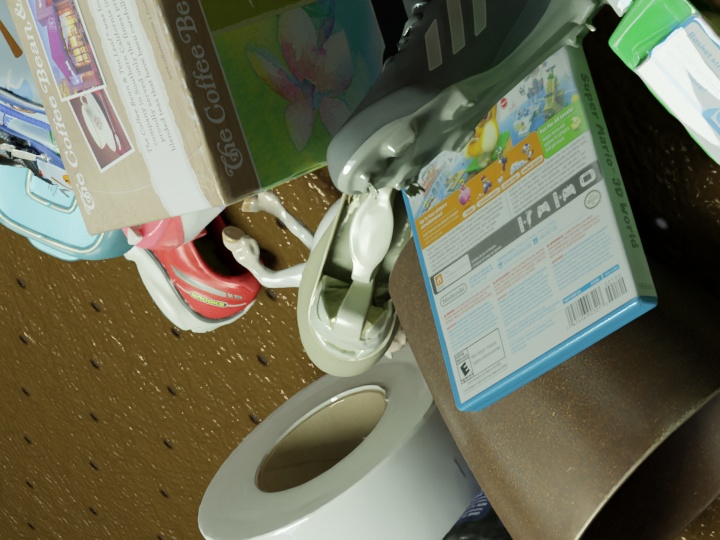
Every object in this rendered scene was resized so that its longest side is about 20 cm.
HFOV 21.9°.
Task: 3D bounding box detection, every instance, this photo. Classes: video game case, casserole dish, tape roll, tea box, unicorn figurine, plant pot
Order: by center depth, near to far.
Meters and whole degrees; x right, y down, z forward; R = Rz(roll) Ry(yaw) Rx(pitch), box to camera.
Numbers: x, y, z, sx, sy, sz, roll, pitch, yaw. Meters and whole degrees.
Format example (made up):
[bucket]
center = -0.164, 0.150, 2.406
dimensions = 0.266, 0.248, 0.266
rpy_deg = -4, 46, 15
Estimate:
[tea box]
center = -0.065, -0.147, 0.944
dimensions = 0.133, 0.196, 0.202
rpy_deg = -8, 104, 51
[video game case]
center = 0.076, -0.046, 0.977
dimensions = 0.143, 0.018, 0.202
rpy_deg = -36, 60, 45
[plant pot]
center = 0.112, 0.050, 1.055
dimensions = 0.200, 0.186, 0.188
rpy_deg = 46, 150, 24
[unicorn figurine]
center = -0.011, -0.021, 1.176
dimensions = 0.136, 0.074, 0.201
rpy_deg = 29, 140, 3
[tape roll]
center = -0.008, 0.137, 1.237
dimensions = 0.202, 0.203, 0.071
rpy_deg = -12, 118, 52
[casserole dish]
center = -0.191, -0.092, 1.248
dimensions = 0.120, 0.039, 0.202
rpy_deg = 22, 116, 8

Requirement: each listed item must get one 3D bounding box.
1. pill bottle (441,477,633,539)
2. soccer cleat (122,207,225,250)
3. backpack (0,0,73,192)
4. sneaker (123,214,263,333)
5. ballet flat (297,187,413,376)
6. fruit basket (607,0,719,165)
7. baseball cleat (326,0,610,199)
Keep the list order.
[pill bottle]
center = 0.114, 0.173, 1.143
dimensions = 0.111, 0.200, 0.113
rpy_deg = 27, 144, 22
[soccer cleat]
center = -0.090, -0.089, 1.194
dimensions = 0.067, 0.076, 0.200
rpy_deg = 54, 125, 24
[backpack]
center = -0.142, -0.131, 1.078
dimensions = 0.189, 0.201, 0.154
rpy_deg = 28, 177, 10
[sneaker]
center = -0.139, -0.052, 1.306
dimensions = 0.085, 0.077, 0.200
rpy_deg = -34, 102, 37
[ballet flat]
center = 0.000, 0.000, 1.112
dimensions = 0.069, 0.069, 0.201
rpy_deg = 30, 129, 20
[fruit basket]
center = 0.208, -0.123, 0.818
dimensions = 0.185, 0.094, 0.200
rpy_deg = 47, 144, -4
[baseball cleat]
center = 0.040, -0.118, 0.906
dimensions = 0.106, 0.199, 0.070
rpy_deg = 45, 154, 15
